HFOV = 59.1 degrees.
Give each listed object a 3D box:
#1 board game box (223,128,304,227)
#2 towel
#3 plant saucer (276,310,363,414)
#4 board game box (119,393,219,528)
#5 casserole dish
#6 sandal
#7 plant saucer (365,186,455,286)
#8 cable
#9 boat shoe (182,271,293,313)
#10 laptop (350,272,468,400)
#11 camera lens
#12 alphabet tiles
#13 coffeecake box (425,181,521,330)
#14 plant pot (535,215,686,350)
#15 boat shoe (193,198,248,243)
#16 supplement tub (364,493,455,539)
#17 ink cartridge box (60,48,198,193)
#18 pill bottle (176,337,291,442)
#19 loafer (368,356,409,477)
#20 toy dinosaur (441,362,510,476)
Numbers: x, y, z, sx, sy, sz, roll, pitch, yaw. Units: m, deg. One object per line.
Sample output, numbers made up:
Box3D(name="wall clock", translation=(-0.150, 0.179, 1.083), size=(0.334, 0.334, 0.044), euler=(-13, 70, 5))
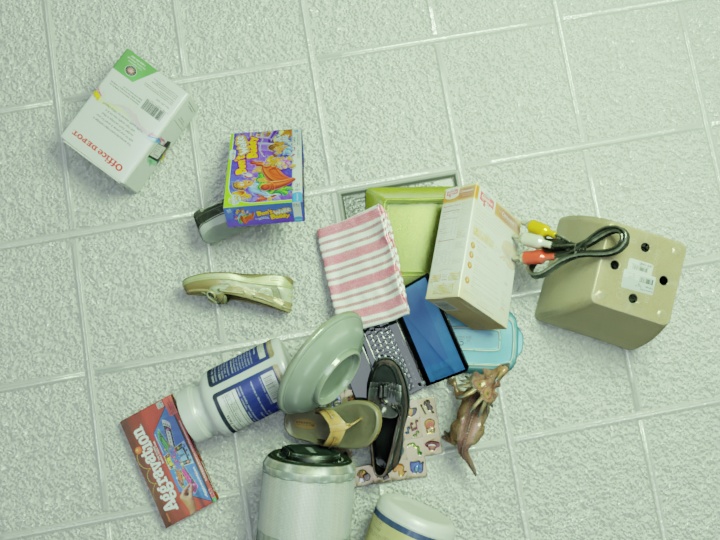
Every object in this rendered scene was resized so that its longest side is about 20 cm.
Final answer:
Box3D(name="board game box", translation=(-0.165, -0.166, 1.113), size=(0.131, 0.045, 0.203), euler=(-5, 48, -2))
Box3D(name="towel", translation=(0.000, 0.000, 1.120), size=(0.144, 0.030, 0.205), euler=(-20, 74, 25))
Box3D(name="plant saucer", translation=(-0.051, 0.163, 1.041), size=(0.050, 0.200, 0.201), euler=(36, 83, 24))
Box3D(name="board game box", translation=(-0.338, 0.335, 1.123), size=(0.101, 0.019, 0.203), euler=(-26, 85, -3))
Box3D(name="casserole dish", translation=(0.202, 0.124, 1.149), size=(0.195, 0.039, 0.124), euler=(3, 83, 0))
Box3D(name="sandal", translation=(-0.055, 0.264, 1.082), size=(0.196, 0.054, 0.083), euler=(-5, 86, 27))
Box3D(name="plant saucer", translation=(0.108, -0.058, 1.161), size=(0.194, 0.048, 0.205), euler=(-1, 84, -1))
Box3D(name="cable", translation=(0.334, -0.034, 1.040), size=(0.050, 0.198, 0.099), euler=(20, 81, -36))
Box3D(name="boat shoe", translation=(-0.219, 0.041, 1.133), size=(0.195, 0.073, 0.065), euler=(2, 79, -9))
Box3D(name="laptop", translation=(0.060, 0.133, 1.108), size=(0.196, 0.103, 0.181), euler=(-23, 82, -4))
Box3D(name="camera lens", translation=(-0.091, 0.401, 1.051), size=(0.156, 0.160, 0.206), euler=(5, 84, -1))
Box3D(name="alphabet tiles", translation=(0.045, 0.292, 1.143), size=(0.195, 0.008, 0.172), euler=(-8, 84, -3))
Box3D(name="coffeecake box", translation=(0.197, -0.021, 1.086), size=(0.152, 0.072, 0.205), euler=(30, 64, -40))
Box3D(name="plant pot", translation=(0.443, 0.012, 1.097), size=(0.195, 0.177, 0.205), euler=(17, 83, 1))
Box3D(name="boat shoe", translation=(-0.205, -0.121, 1.148), size=(0.196, 0.071, 0.064), euler=(-24, 67, -13))
Box3D(name="supplement tub", translation=(0.064, 0.494, 1.053), size=(0.141, 0.144, 0.204), euler=(20, 84, 1))
Box3D(name="ink cartridge box", translation=(-0.415, -0.268, 1.153), size=(0.143, 0.084, 0.202), euler=(35, 84, 3))
Box3D(name="pill bottle", translation=(-0.206, 0.208, 1.091), size=(0.196, 0.116, 0.118), euler=(-25, 85, -4))
Box3D(name="loafer", translation=(0.045, 0.253, 1.083), size=(0.070, 0.063, 0.205), euler=(3, 102, 17))
Box3D(name="toy dinosaur", translation=(0.190, 0.250, 1.086), size=(0.084, 0.136, 0.205), euler=(10, 85, 0))
